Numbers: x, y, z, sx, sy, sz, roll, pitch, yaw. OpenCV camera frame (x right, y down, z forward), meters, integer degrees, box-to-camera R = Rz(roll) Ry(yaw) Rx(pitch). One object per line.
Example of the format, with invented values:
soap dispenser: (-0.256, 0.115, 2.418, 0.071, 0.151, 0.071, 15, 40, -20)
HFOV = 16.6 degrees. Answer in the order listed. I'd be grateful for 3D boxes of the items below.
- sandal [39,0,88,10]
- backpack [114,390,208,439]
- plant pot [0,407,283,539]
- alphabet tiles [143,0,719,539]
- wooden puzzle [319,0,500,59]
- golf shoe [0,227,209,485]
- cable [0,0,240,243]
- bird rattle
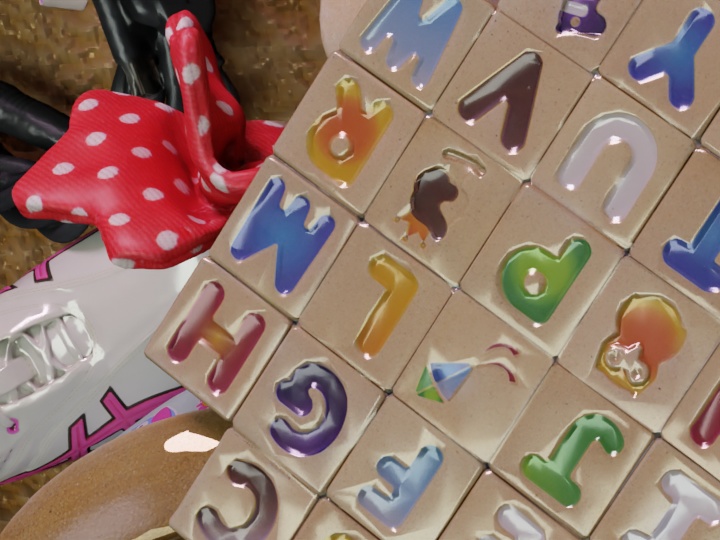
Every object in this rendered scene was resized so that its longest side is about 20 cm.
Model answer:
sandal: (-0.094, -0.117, 0.774, 0.202, 0.050, 0.083, -8, 106, 48)
backpack: (-0.046, 0.106, 0.852, 0.200, 0.166, 0.127, -36, 77, 47)
plant pot: (-0.022, 0.133, 0.718, 0.198, 0.028, 0.201, 0, 115, 1)
alphabet tiles: (0.038, 0.014, 0.640, 0.166, 0.006, 0.201, 36, 100, 19)
wooden puzzle: (0.055, -0.167, 0.679, 0.184, 0.046, 0.202, -17, 64, 37)
golf shoe: (-0.116, 0.040, 0.900, 0.200, 0.092, 0.073, -33, 88, 36)
cable: (-0.123, -0.114, 0.878, 0.163, 0.051, 0.201, -32, 85, 46)
bird rattle: (0.000, 0.000, 0.760, 0.199, 0.163, 0.113, 27, 100, 12)
